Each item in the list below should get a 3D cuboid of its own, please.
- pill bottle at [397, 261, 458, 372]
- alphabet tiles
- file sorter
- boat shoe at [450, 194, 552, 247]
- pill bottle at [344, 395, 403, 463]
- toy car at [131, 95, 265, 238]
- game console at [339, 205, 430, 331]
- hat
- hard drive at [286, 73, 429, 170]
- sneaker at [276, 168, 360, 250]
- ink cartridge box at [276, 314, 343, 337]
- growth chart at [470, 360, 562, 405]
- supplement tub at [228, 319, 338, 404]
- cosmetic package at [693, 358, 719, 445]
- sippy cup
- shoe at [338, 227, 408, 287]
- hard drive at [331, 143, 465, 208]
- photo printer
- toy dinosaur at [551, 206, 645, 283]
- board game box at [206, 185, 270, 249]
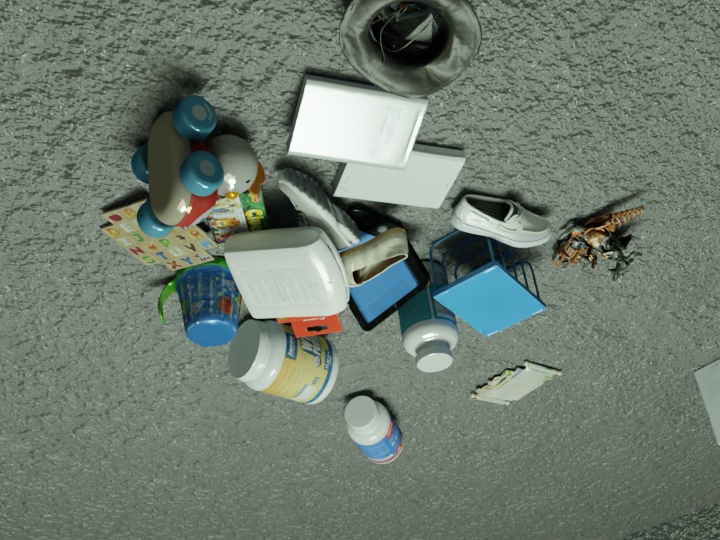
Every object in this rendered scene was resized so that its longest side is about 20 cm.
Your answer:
[{"bbox_3d":[0.128,0.092,1.751,0.109,0.202,0.111,-5,145,-3],"label":"pill bottle"},{"bbox_3d":[-0.354,-0.059,1.594,0.164,0.006,0.200,-13,145,25],"label":"alphabet tiles"},{"bbox_3d":[0.239,0.014,1.733,0.138,0.124,0.199,-28,140,26],"label":"file sorter"},{"bbox_3d":[0.264,-0.092,1.633,0.197,0.074,0.067,5,145,-16],"label":"boat shoe"},{"bbox_3d":[0.030,0.386,2.211,0.111,0.114,0.201,-16,145,11],"label":"pill bottle"},{"bbox_3d":[-0.224,-0.148,1.399,0.198,0.179,0.184,5,155,-38],"label":"toy car"},{"bbox_3d":[0.000,0.000,1.673,0.174,0.118,0.200,21,135,-34],"label":"game console"},{"bbox_3d":[0.066,-0.341,1.254,0.197,0.082,0.202,-3,136,-2],"label":"hat"},{"bbox_3d":[-0.006,-0.229,1.414,0.197,0.026,0.133,6,128,-19],"label":"hard drive"},{"bbox_3d":[-0.083,-0.091,1.545,0.081,0.075,0.200,-33,127,17],"label":"sneaker"},{"bbox_3d":[-0.113,0.053,1.704,0.107,0.051,0.202,-9,120,19],"label":"ink cartridge box"},{"bbox_3d":[0.375,0.278,2.210,0.144,0.018,0.200,22,135,-34],"label":"growth chart"},{"bbox_3d":[-0.159,0.187,1.875,0.198,0.146,0.144,21,136,-34],"label":"supplement tub"},{"bbox_3d":[0.959,0.340,2.251,0.198,0.202,0.123,22,135,-34],"label":"cosmetic package"},{"bbox_3d":[-0.281,0.066,1.698,0.176,0.132,0.139,-28,139,27],"label":"sippy cup"},{"bbox_3d":[-0.001,-0.008,1.598,0.198,0.054,0.070,-29,152,21],"label":"shoe"},{"bbox_3d":[0.063,-0.165,1.537,0.197,0.027,0.132,5,142,-18],"label":"hard drive"},{"bbox_3d":[-0.120,0.005,1.568,0.197,0.070,0.168,-4,127,24],"label":"photo printer"},{"bbox_3d":[0.457,-0.053,1.717,0.135,0.103,0.199,31,153,-20],"label":"toy dinosaur"},{"bbox_3d":[-0.211,-0.091,1.556,0.103,0.024,0.201,-7,156,-2],"label":"board game box"}]
